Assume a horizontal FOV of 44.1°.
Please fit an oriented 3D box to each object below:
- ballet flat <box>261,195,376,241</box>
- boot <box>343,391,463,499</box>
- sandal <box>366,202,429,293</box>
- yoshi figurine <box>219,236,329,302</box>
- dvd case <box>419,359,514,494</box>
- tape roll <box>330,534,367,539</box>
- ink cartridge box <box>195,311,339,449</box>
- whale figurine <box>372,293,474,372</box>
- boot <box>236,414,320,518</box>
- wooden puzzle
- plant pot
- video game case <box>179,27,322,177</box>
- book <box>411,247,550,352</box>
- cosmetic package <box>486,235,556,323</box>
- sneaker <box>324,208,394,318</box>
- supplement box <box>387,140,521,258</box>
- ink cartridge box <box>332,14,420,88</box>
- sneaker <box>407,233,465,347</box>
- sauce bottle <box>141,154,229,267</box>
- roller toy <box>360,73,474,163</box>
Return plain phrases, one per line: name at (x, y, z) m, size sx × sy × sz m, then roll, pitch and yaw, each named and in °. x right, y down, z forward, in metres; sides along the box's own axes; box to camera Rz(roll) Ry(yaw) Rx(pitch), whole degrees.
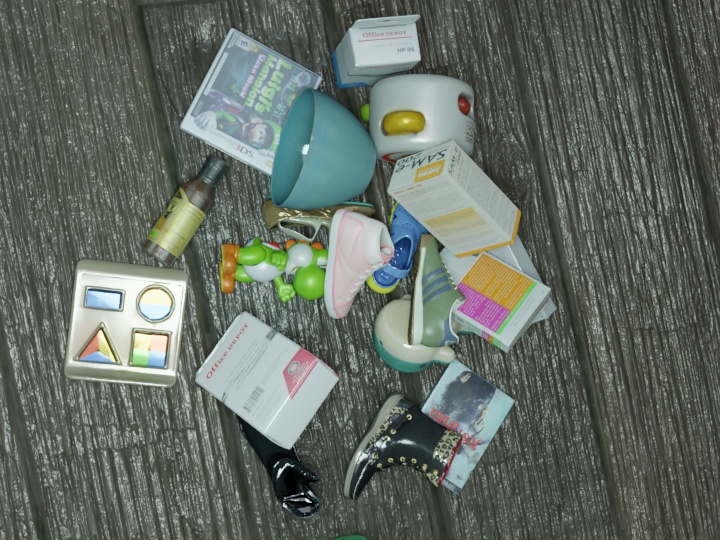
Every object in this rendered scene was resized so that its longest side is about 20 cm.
ballet flat at (-0.072, -0.084, 1.539) m, size 0.199 × 0.068 × 0.073 m, roll 5°, pitch 72°, yaw -10°
boot at (0.072, 0.327, 1.527) m, size 0.150 × 0.073 × 0.200 m, roll 26°, pitch 74°, yaw 17°
sandal at (0.079, -0.054, 1.565) m, size 0.079 × 0.087 × 0.201 m, roll 22°, pitch 81°, yaw -8°
yoshi figurine at (-0.137, 0.006, 1.512) m, size 0.199 × 0.112 × 0.112 m, roll -3°, pitch 104°, yaw -14°
dvd case at (0.170, 0.279, 1.601) m, size 0.146 × 0.022 × 0.200 m, roll 35°, pitch 82°, yaw -8°
tape roll at (-0.068, 0.504, 1.448) m, size 0.200 × 0.200 × 0.048 m, roll -26°, pitch 92°, yaw -12°
ink cartridge box at (-0.155, 0.175, 1.446) m, size 0.146 × 0.200 × 0.085 m, roll -54°, pitch 139°, yaw -9°
whale figurine at (0.113, 0.112, 1.565) m, size 0.199 × 0.104 × 0.159 m, roll -15°, pitch 51°, yaw -32°
boot at (-0.133, 0.301, 1.460) m, size 0.076 × 0.168 × 0.201 m, roll -28°, pitch 93°, yaw -12°
wooden puzzle at (-0.389, 0.088, 1.478) m, size 0.184 × 0.046 × 0.201 m, roll 7°, pitch 86°, yaw -11°
plant pot at (-0.052, -0.186, 1.473) m, size 0.134 × 0.200 × 0.201 m, roll 14°, pitch 84°, yaw -21°
video game case at (-0.189, -0.293, 1.551) m, size 0.181 × 0.023 × 0.201 m, roll 27°, pitch 82°, yaw -10°
book at (0.207, 0.038, 1.537) m, size 0.200 × 0.048 × 0.134 m, roll 33°, pitch 64°, yaw 22°
cosmetic package at (0.267, 0.002, 1.600) m, size 0.051 × 0.082 × 0.201 m, roll -32°, pitch 96°, yaw -47°
sneaker at (0.000, 0.000, 1.503) m, size 0.104 × 0.075 × 0.201 m, roll 13°, pitch 115°, yaw 16°
supplement box at (0.159, -0.115, 1.484) m, size 0.200 × 0.126 × 0.074 m, roll 41°, pitch 53°, yaw -33°
ink cartridge box at (0.028, -0.368, 1.510) m, size 0.115 × 0.200 × 0.067 m, roll -8°, pitch 90°, yaw -12°
sneaker at (0.133, 0.037, 1.495) m, size 0.089 × 0.067 × 0.201 m, roll 8°, pitch 66°, yaw -2°
sauce bottle at (-0.291, -0.103, 1.501) m, size 0.065 × 0.065 × 0.200 m, roll 33°, pitch 79°, yaw -9°
roller toy at (0.106, -0.250, 1.527) m, size 0.182 × 0.200 × 0.140 m, roll 2°, pitch 87°, yaw -18°
